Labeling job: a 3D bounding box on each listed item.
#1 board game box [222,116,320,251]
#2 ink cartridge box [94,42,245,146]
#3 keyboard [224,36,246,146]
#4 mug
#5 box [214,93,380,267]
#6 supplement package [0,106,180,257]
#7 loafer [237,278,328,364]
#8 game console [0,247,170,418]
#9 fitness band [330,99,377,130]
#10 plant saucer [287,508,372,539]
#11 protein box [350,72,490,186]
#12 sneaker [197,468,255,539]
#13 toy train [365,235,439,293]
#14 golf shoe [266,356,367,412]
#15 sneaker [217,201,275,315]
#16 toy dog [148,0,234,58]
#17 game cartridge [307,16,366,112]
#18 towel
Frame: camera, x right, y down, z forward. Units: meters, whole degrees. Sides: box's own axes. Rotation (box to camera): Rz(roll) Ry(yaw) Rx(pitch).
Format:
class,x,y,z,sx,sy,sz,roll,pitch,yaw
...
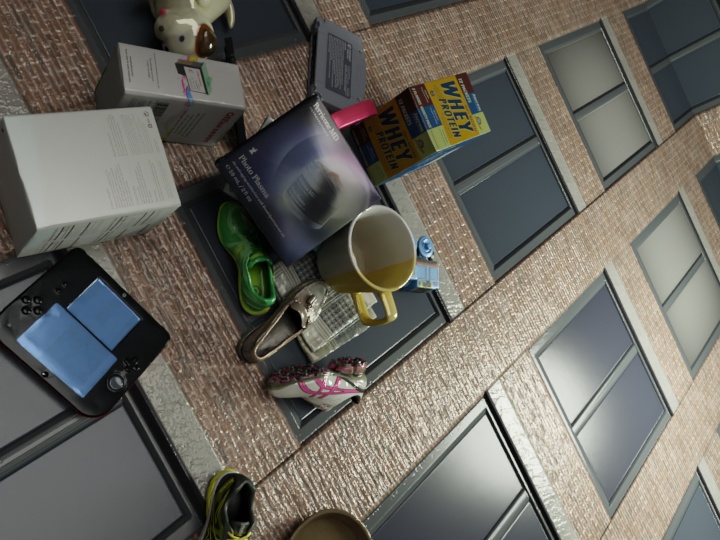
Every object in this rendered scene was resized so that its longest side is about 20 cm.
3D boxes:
class,x,y,z,sx,sy,sz,roll,pitch,yaw
board game box,-0.124,-0.153,1.113,0.199,0.047,0.152,32,91,-17
ink cartridge box,-0.307,-0.277,1.005,0.198,0.144,0.085,-2,76,-38
keyboard,-0.224,-0.317,1.105,0.020,0.127,0.204,-8,80,-11
mug,-0.006,-0.008,1.116,0.148,0.152,0.190,22,67,-31
box,-0.105,-0.150,1.031,0.197,0.123,0.201,-36,107,-6
supplement package,-0.395,-0.127,0.889,0.198,0.150,0.154,-17,88,-40
loafer,-0.121,0.089,1.070,0.200,0.063,0.072,-43,109,-24
game console,-0.398,0.091,0.899,0.200,0.031,0.178,49,53,-17
fitness band,-0.052,-0.274,1.205,0.199,0.143,0.038,-35,99,-39
plant saucer,-0.056,0.507,1.043,0.198,0.029,0.204,12,69,-34
protein box,0.126,-0.296,1.314,0.197,0.199,0.137,-27,93,-39
sneaker,-0.201,0.402,0.925,0.074,0.084,0.204,13,69,-33
toy train,0.078,-0.016,1.265,0.198,0.086,0.116,8,77,-41
golf shoe,-0.071,0.209,1.091,0.197,0.072,0.094,-2,96,-33
sneaker,-0.185,-0.027,1.066,0.073,0.083,0.203,-17,87,-39
toy dog,-0.304,-0.455,1.088,0.194,0.137,0.203,53,38,-61
game cartridge,-0.048,-0.426,1.325,0.131,0.041,0.203,13,69,-31
towel,-0.065,0.046,1.170,0.192,0.034,0.202,-33,98,-40
